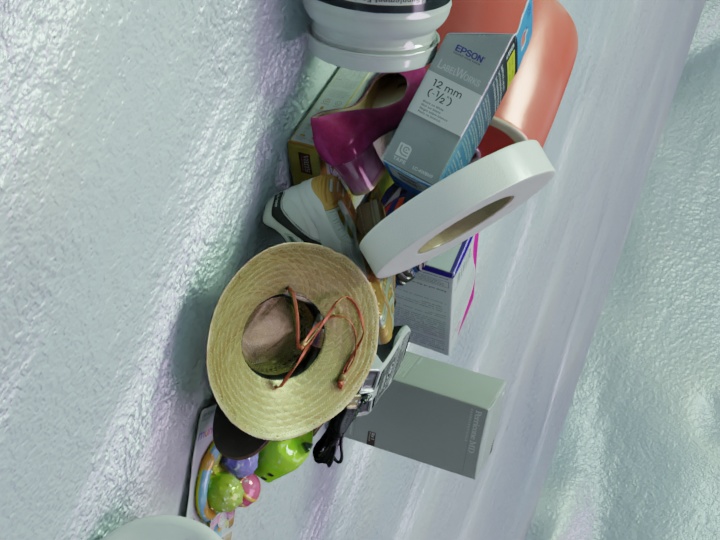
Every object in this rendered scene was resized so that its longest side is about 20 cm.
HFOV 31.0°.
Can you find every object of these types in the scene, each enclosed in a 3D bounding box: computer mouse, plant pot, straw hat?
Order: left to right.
[{"bbox_3d":[-0.085,0.061,1.237,0.201,0.085,0.202,-10,105,-38],"label":"straw hat"},{"bbox_3d":[0.002,0.119,1.405,0.200,0.044,0.110,-50,157,-58],"label":"computer mouse"},{"bbox_3d":[0.132,-0.195,1.430,0.201,0.200,0.178,76,23,-55],"label":"plant pot"}]

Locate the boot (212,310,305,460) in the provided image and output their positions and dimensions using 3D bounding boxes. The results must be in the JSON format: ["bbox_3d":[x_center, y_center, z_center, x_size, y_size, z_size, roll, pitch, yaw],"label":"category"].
[{"bbox_3d":[-0.092,0.119,1.302,0.076,0.073,0.200,99,11,-49],"label":"boot"}]

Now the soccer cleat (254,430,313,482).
[{"bbox_3d":[-0.072,0.138,1.398,0.081,0.067,0.200,-42,-159,41],"label":"soccer cleat"}]

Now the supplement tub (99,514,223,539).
[{"bbox_3d":[-0.167,0.327,1.149,0.200,0.145,0.146,84,29,-46],"label":"supplement tub"}]

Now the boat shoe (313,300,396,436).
[{"bbox_3d":[-0.017,0.104,1.489,0.075,0.075,0.203,64,46,-63],"label":"boat shoe"}]

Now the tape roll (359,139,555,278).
[{"bbox_3d":[0.093,-0.058,1.238,0.202,0.037,0.203,-30,172,-4],"label":"tape roll"}]

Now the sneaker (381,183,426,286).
[{"bbox_3d":[0.050,-0.056,1.511,0.075,0.078,0.200,44,75,-27],"label":"sneaker"}]

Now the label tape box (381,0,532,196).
[{"bbox_3d":[0.097,-0.169,1.255,0.201,0.066,0.143,-64,172,-2],"label":"label tape box"}]

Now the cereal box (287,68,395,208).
[{"bbox_3d":[-0.011,-0.141,1.368,0.144,0.039,0.200,84,29,-46],"label":"cereal box"}]

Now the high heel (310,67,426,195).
[{"bbox_3d":[0.008,-0.172,1.279,0.096,0.067,0.200,57,47,-35],"label":"high heel"}]

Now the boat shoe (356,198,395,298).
[{"bbox_3d":[0.000,0.000,1.393,0.200,0.069,0.074,87,-5,-53],"label":"boat shoe"}]

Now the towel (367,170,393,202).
[{"bbox_3d":[0.039,-0.101,1.571,0.086,0.018,0.201,67,42,-62],"label":"towel"}]

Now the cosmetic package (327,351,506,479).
[{"bbox_3d":[0.069,0.167,1.587,0.090,0.199,0.107,-40,141,-58],"label":"cosmetic package"}]

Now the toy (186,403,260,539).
[{"bbox_3d":[-0.132,0.228,1.313,0.115,0.047,0.201,-22,126,-68],"label":"toy"}]

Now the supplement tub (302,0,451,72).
[{"bbox_3d":[0.018,-0.295,1.175,0.140,0.140,0.201,-45,145,-54],"label":"supplement tub"}]

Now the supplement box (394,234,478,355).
[{"bbox_3d":[0.086,0.005,1.624,0.200,0.103,0.101,85,26,-56],"label":"supplement box"}]

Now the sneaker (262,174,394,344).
[{"bbox_3d":[-0.030,-0.005,1.293,0.076,0.087,0.200,-79,149,-55],"label":"sneaker"}]
